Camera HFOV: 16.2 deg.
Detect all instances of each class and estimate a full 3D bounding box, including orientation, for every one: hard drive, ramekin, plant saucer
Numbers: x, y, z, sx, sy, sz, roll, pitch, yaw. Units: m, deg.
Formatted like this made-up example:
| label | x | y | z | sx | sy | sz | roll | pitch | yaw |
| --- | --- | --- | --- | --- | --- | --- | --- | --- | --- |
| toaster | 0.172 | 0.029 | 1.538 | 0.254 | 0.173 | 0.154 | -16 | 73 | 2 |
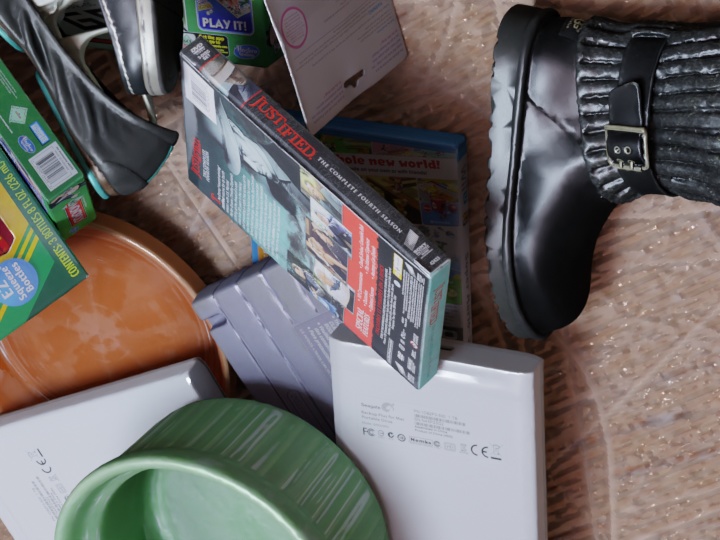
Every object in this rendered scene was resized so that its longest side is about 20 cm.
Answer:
| label | x | y | z | sx | sy | sz | roll | pitch | yaw |
| --- | --- | --- | --- | --- | --- | --- | --- | --- | --- |
| hard drive | 0.050 | 0.132 | 1.544 | 0.132 | 0.026 | 0.200 | 10 | 122 | 22 |
| ramekin | -0.079 | 0.176 | 1.558 | 0.200 | 0.098 | 0.200 | 13 | 124 | 21 |
| hard drive | -0.157 | 0.137 | 1.664 | 0.200 | 0.026 | 0.132 | -17 | 114 | 31 |
| plant saucer | -0.173 | 0.044 | 1.654 | 0.200 | 0.032 | 0.201 | 11 | 126 | 15 |

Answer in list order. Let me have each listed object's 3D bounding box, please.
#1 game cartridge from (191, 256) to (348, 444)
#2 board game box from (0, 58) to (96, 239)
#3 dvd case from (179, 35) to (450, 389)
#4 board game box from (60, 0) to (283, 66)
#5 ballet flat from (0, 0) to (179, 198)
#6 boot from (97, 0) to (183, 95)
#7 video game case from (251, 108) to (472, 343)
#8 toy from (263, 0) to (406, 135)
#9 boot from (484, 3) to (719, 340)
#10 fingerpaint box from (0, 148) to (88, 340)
| label | x | y | z | sx | sy | sz | roll | pitch | yaw |
| --- | --- | --- | --- | --- | --- | --- | --- | --- | --- |
| game cartridge | -0.002 | 0.074 | 1.572 | 0.130 | 0.038 | 0.200 | -25 | 105 | 31 |
| board game box | -0.230 | -0.116 | 1.528 | 0.029 | 0.135 | 0.200 | -35 | 84 | -7 |
| dvd case | -0.028 | -0.031 | 1.447 | 0.200 | 0.022 | 0.146 | 41 | 158 | 19 |
| board game box | -0.144 | -0.198 | 1.507 | 0.200 | 0.029 | 0.135 | 8 | 121 | 23 |
| ballet flat | -0.176 | -0.137 | 1.488 | 0.068 | 0.068 | 0.200 | -35 | 94 | 4 |
| boot | -0.188 | -0.186 | 1.428 | 0.153 | 0.073 | 0.204 | -12 | 91 | 8 |
| video game case | 0.000 | 0.000 | 1.560 | 0.143 | 0.018 | 0.200 | 10 | 121 | 22 |
| toy | -0.045 | -0.188 | 1.419 | 0.047 | 0.115 | 0.200 | -1 | 117 | 34 |
| boot | 0.154 | -0.046 | 1.417 | 0.158 | 0.079 | 0.211 | 10 | 120 | 22 |
| fingerpaint box | -0.290 | -0.030 | 1.516 | 0.200 | 0.167 | 0.073 | 57 | 167 | -12 |
